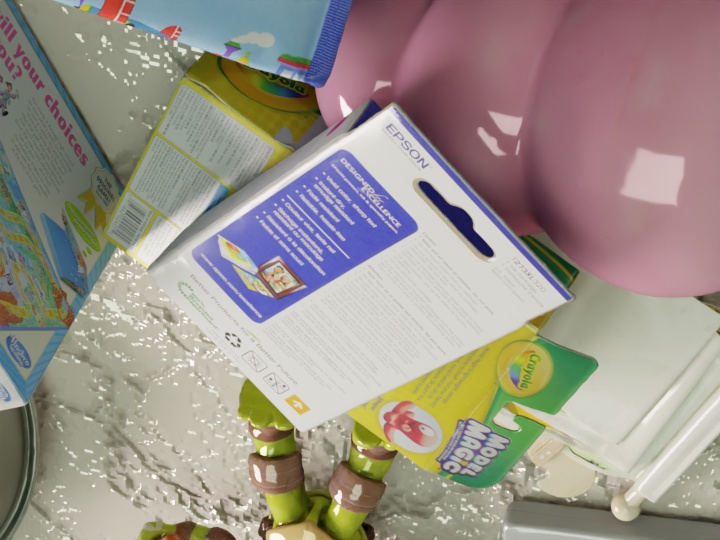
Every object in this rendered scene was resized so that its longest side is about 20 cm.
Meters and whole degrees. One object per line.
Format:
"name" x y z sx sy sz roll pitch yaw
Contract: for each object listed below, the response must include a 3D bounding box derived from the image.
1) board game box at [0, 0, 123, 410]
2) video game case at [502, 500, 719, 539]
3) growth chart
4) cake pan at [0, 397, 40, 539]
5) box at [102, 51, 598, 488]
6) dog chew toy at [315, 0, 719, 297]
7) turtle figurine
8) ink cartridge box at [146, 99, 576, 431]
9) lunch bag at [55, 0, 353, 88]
"board game box" -0.172 -0.060 0.939 0.034 0.135 0.200 -13 121 28
"video game case" 0.169 0.191 1.089 0.199 0.022 0.183 5 128 15
"growth chart" 0.076 0.023 0.993 0.200 0.018 0.145 37 130 -11
"cake pan" -0.253 0.078 1.101 0.200 0.037 0.201 3 110 8
"box" 0.000 0.000 0.956 0.200 0.048 0.117 38 139 2
"dog chew toy" 0.071 -0.063 0.865 0.200 0.125 0.125 14 131 26
"turtle figurine" -0.013 0.128 1.077 0.200 0.064 0.162 19 123 16
"ink cartridge box" 0.000 -0.003 0.873 0.095 0.037 0.200 46 148 -9
"lunch bag" -0.053 -0.187 0.802 0.150 0.094 0.200 17 106 -20
